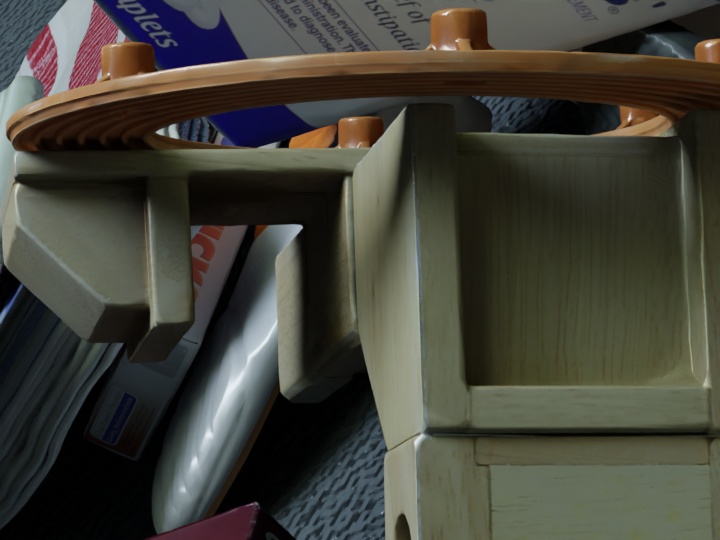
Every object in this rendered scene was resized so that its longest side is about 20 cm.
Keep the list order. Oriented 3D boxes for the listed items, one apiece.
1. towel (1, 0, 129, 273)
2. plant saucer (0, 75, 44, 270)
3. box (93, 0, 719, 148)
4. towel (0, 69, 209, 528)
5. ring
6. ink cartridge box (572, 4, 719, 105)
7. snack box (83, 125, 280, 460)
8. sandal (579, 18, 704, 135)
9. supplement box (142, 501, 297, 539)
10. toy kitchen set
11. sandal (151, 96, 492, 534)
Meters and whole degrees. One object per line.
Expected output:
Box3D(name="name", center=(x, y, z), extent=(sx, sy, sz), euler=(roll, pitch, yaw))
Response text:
Box3D(name="towel", center=(-0.126, -0.053, 1.087), extent=(0.200, 0.023, 0.144), euler=(-47, 22, 38))
Box3D(name="plant saucer", center=(-0.151, 0.028, 0.937), extent=(0.200, 0.050, 0.200), euler=(-165, 90, -83))
Box3D(name="box", center=(0.035, -0.152, 0.840), extent=(0.200, 0.105, 0.184), euler=(-15, 42, 34))
Box3D(name="towel", center=(-0.092, -0.001, 0.972), extent=(0.147, 0.024, 0.200), euler=(-57, 12, 15))
Box3D(name="ring", center=(0.012, -0.042, 0.715), extent=(0.200, 0.200, 0.019), euler=(-7, 84, 46))
Box3D(name="ink cartridge box", center=(0.079, -0.144, 0.966), extent=(0.147, 0.083, 0.200), euler=(-46, 30, -5))
Box3D(name="snack box", center=(-0.047, -0.030, 0.994), extent=(0.072, 0.024, 0.200), euler=(119, 173, -48))
Box3D(name="sandal", center=(0.130, -0.019, 0.771), extent=(0.048, 0.075, 0.200), euler=(-18, 29, -27))
Box3D(name="supplement box", center=(-0.074, 0.166, 0.762), extent=(0.109, 0.061, 0.200), euler=(-21, 34, 33))
Box3D(name="toy kitchen set", center=(-0.008, 0.060, 0.729), extent=(0.200, 0.163, 0.181), euler=(136, 134, -76))
Box3D(name="sandal", center=(-0.002, -0.001, 0.910), extent=(0.207, 0.059, 0.079), euler=(-64, 16, 3))
